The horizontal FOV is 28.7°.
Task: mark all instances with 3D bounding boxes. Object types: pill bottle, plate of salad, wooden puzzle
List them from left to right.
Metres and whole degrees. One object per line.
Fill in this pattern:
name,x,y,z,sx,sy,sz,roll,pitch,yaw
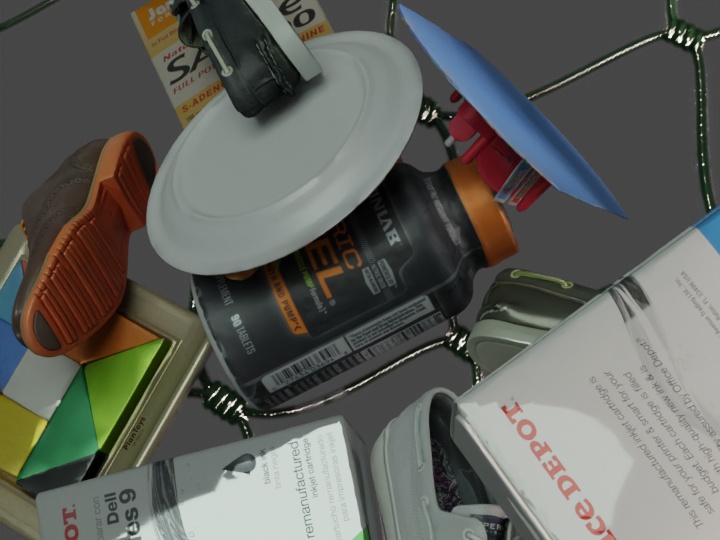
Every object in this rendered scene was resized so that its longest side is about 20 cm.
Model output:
wooden puzzle,-0.217,0.079,0.966,0.198,0.037,0.187,24,78,24
plate of salad,-0.045,-0.070,0.872,0.198,0.048,0.202,-22,40,20
pill bottle,0.000,0.000,0.895,0.198,0.106,0.107,-27,64,4

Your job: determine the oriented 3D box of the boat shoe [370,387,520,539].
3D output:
boat shoe,0.061,0.157,0.810,0.069,0.071,0.202,-56,31,37

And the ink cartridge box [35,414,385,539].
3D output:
ink cartridge box,-0.083,0.187,0.846,0.197,0.084,0.148,-15,70,5

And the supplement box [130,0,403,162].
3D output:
supplement box,-0.064,-0.121,0.980,0.125,0.074,0.202,-30,63,3

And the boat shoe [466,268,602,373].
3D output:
boat shoe,0.166,0.048,0.845,0.199,0.072,0.061,15,60,13

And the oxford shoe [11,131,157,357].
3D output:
oxford shoe,-0.200,-0.015,0.960,0.072,0.072,0.201,-6,38,21

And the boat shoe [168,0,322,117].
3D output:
boat shoe,-0.093,-0.167,0.907,0.060,0.076,0.200,-38,39,0

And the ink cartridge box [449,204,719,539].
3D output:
ink cartridge box,0.164,0.076,0.714,0.199,0.086,0.147,-35,76,-7

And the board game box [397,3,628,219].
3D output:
board game box,0.082,-0.083,0.863,0.039,0.199,0.159,-45,67,16
